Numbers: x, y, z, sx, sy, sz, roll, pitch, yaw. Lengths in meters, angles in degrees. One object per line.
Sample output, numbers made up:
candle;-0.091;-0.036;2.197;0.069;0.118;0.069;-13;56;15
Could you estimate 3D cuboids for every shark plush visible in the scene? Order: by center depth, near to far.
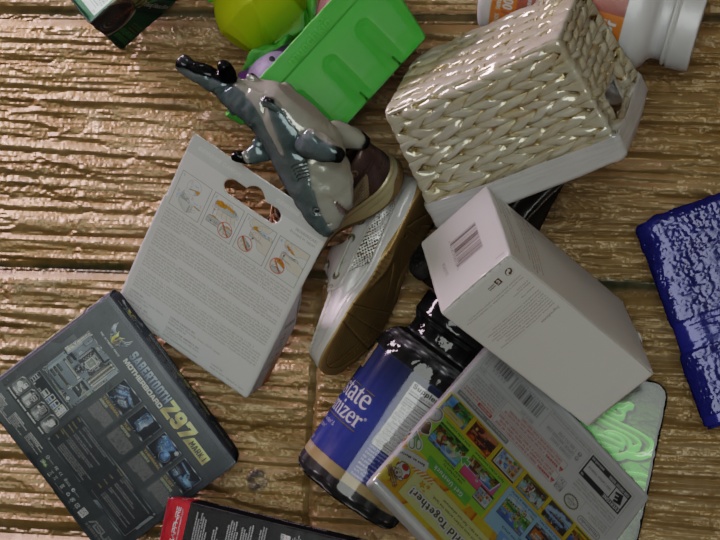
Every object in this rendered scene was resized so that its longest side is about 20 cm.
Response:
shark plush;-0.084;-0.119;1.469;0.199;0.091;0.084;35;111;-6

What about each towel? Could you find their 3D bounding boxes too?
towel;0.347;0.029;1.533;0.146;0.050;0.202;-19;82;-1

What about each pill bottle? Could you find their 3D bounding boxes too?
pill bottle;0.041;0.123;1.534;0.111;0.112;0.201;34;90;10
pill bottle;0.214;-0.249;1.542;0.198;0.112;0.114;17;87;10

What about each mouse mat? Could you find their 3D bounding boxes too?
mouse mat;0.174;0.164;1.564;0.197;0.008;0.163;12;87;8

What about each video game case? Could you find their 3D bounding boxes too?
video game case;0.130;0.191;1.459;0.200;0.023;0.182;46;65;-4

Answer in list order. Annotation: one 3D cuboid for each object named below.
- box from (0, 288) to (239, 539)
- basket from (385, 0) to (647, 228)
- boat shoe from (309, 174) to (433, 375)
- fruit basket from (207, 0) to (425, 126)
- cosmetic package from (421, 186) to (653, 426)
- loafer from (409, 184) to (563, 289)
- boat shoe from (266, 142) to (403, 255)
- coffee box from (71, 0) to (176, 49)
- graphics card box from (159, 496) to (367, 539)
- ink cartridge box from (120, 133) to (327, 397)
box;-0.233;0.144;1.581;0.157;0.051;0.201;-37;97;4
basket;0.134;-0.146;1.487;0.198;0.136;0.124;-21;113;30
boat shoe;0.000;0.000;1.578;0.069;0.071;0.201;26;83;30
fruit basket;-0.067;-0.228;1.575;0.213;0.156;0.219;-1;97;-4
cosmetic package;0.155;0.033;1.470;0.085;0.108;0.200;-40;121;19
loafer;0.136;-0.046;1.564;0.200;0.073;0.071;-40;106;3
boat shoe;-0.055;-0.056;1.559;0.199;0.072;0.073;-32;46;25
coffee box;-0.179;-0.300;1.600;0.200;0.123;0.044;-41;83;1
graphics card box;-0.088;0.285;1.516;0.197;0.051;0.127;10;84;15
ink cartridge box;-0.123;-0.008;1.564;0.161;0.050;0.201;33;114;10
